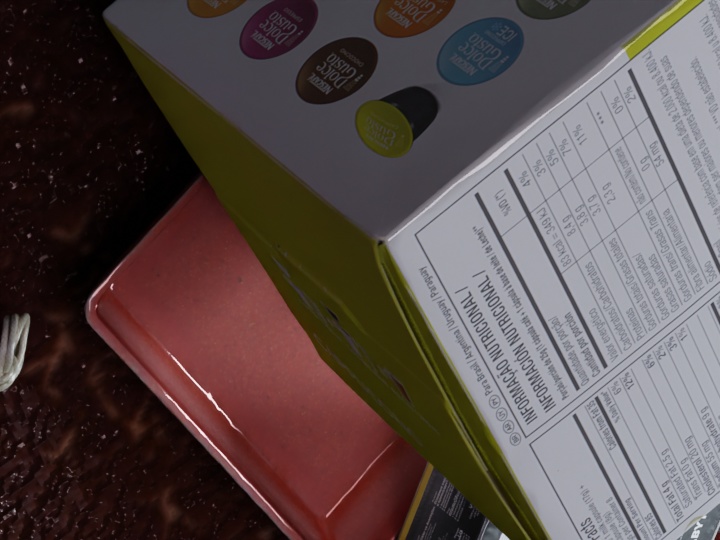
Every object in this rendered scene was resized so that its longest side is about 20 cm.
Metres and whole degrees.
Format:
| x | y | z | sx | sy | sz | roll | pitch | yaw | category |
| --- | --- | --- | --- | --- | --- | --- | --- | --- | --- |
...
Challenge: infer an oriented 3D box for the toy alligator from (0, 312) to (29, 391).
| x | y | z | sx | sy | sz | roll | pitch | yaw | category |
| --- | --- | --- | --- | --- | --- | --- | --- | --- | --- |
| -0.173 | 0.109 | 0.995 | 0.054 | 0.059 | 0.201 | 13 | 91 | 4 | toy alligator |

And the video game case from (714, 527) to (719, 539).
| x | y | z | sx | sy | sz | roll | pitch | yaw | category |
| --- | --- | --- | --- | --- | --- | --- | --- | --- | --- |
| 0.257 | 0.160 | 1.332 | 0.143 | 0.017 | 0.201 | -36 | 124 | -18 | video game case |

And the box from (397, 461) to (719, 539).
| x | y | z | sx | sy | sz | roll | pitch | yaw | category |
| --- | --- | --- | --- | --- | --- | --- | --- | --- | --- |
| 0.070 | 0.166 | 1.159 | 0.159 | 0.049 | 0.201 | 7 | 110 | -43 | box |

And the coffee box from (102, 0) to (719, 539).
| x | y | z | sx | sy | sz | roll | pitch | yaw | category |
| --- | --- | --- | --- | --- | --- | --- | --- | --- | --- |
| 0.065 | -0.045 | 0.940 | 0.198 | 0.200 | 0.200 | -39 | 131 | -9 | coffee box |

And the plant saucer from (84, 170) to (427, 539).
| x | y | z | sx | sy | sz | roll | pitch | yaw | category |
| --- | --- | --- | --- | --- | --- | --- | --- | --- | --- |
| 0.000 | 0.000 | 1.081 | 0.200 | 0.037 | 0.200 | -48 | 126 | -11 | plant saucer |
